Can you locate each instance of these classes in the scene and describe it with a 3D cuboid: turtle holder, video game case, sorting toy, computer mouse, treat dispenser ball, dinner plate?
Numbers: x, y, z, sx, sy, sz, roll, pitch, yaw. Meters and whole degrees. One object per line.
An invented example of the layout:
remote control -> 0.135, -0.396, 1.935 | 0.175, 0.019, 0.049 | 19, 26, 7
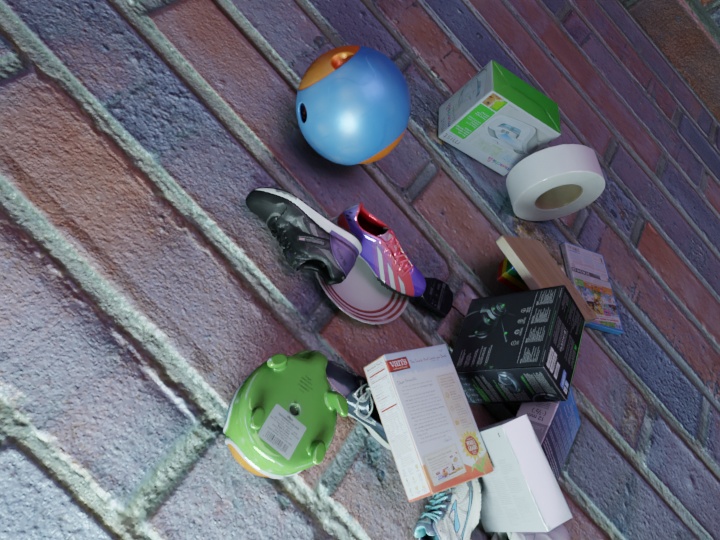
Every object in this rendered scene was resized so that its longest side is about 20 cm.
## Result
turtle holder -> -0.108, 0.176, 0.900 | 0.140, 0.132, 0.187 | 17, 55, -30
video game case -> 0.526, 0.040, 1.576 | 0.142, 0.018, 0.202 | 15, 57, -33
sorting toy -> 0.346, 0.035, 1.349 | 0.198, 0.070, 0.201 | 2, 51, -55
computer mouse -> 0.167, 0.071, 1.261 | 0.199, 0.034, 0.059 | 33, 63, -29
treat dispenser ball -> -0.012, -0.284, 1.198 | 0.200, 0.201, 0.203 | 19, 54, -29
dinner plate -> 0.000, 0.000, 1.168 | 0.199, 0.024, 0.202 | 21, 53, -30

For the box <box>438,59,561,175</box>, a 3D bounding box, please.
box -> 0.295, -0.323, 1.490 | 0.199, 0.176, 0.097 | 24, 53, -27

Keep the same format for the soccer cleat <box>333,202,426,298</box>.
soccer cleat -> 0.043, -0.031, 1.153 | 0.200, 0.073, 0.068 | 42, 46, -11

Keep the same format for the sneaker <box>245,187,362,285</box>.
sneaker -> -0.098, -0.052, 1.073 | 0.199, 0.076, 0.088 | 29, 62, -2

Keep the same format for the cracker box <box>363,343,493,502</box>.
cracker box -> 0.098, 0.215, 1.007 | 0.133, 0.058, 0.202 | -3, 66, -40

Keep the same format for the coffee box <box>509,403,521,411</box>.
coffee box -> 0.305, 0.164, 1.304 | 0.123, 0.044, 0.201 | 41, 46, -13

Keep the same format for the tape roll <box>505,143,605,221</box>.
tape roll -> 0.418, -0.185, 1.494 | 0.201, 0.202, 0.071 | 8, 60, -36

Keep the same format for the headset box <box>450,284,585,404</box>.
headset box -> 0.256, 0.129, 1.173 | 0.093, 0.199, 0.175 | 51, 46, -28

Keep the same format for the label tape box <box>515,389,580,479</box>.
label tape box -> 0.297, 0.291, 1.155 | 0.201, 0.066, 0.144 | -55, 138, -27

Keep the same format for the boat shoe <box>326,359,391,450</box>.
boat shoe -> 0.011, 0.196, 1.033 | 0.200, 0.062, 0.075 | 44, 46, -10

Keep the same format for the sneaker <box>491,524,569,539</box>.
sneaker -> 0.260, 0.432, 1.090 | 0.199, 0.070, 0.081 | -13, 74, -42

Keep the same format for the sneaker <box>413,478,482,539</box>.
sneaker -> 0.125, 0.367, 1.017 | 0.086, 0.078, 0.201 | 23, 53, -23

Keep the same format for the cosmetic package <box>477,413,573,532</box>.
cosmetic package -> 0.216, 0.307, 1.036 | 0.051, 0.200, 0.152 | -19, 77, -22
